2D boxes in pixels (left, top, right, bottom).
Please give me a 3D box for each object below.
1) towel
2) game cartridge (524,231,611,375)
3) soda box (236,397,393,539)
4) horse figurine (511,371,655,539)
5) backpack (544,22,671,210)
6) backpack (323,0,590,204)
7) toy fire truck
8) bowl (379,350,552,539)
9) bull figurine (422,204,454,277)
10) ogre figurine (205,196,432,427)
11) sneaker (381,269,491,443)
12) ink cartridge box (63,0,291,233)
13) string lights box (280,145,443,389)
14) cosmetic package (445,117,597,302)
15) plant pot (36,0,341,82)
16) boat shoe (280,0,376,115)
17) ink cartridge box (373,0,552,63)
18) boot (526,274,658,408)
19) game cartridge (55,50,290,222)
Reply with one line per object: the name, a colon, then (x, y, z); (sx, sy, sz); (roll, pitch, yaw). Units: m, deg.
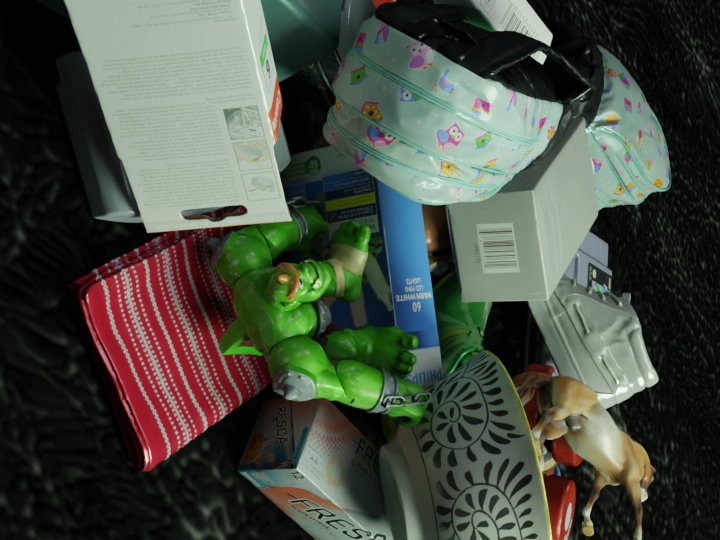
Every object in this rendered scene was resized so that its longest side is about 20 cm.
towel: (-0.120, 0.041, 0.975); (0.200, 0.022, 0.145); (-34, 110, -50)
game cartridge: (0.222, 0.047, 1.408); (0.130, 0.038, 0.201); (24, 65, -43)
soda box: (-0.008, 0.181, 1.057); (0.200, 0.063, 0.069); (48, 48, -35)
horse figurine: (0.187, 0.148, 1.126); (0.200, 0.050, 0.133); (43, 40, -15)
backpack: (0.240, -0.143, 1.392); (0.200, 0.126, 0.167); (46, 46, -41)
backpack: (0.061, -0.121, 0.952); (0.127, 0.167, 0.200); (-69, 164, 14)
toy fire truck: (0.152, 0.199, 1.243); (0.168, 0.112, 0.200); (70, 32, -54)
bowl: (0.069, 0.167, 1.003); (0.094, 0.201, 0.201); (-10, 92, -9)
bull figurine: (0.074, -0.093, 1.214); (0.121, 0.065, 0.200); (38, 59, -50)
ogre figurine: (-0.036, 0.031, 0.975); (0.120, 0.098, 0.201); (-5, 74, -42)
sneaker: (0.088, 0.082, 1.182); (0.074, 0.083, 0.200); (51, 48, -36)
ink cartridge box: (-0.110, -0.117, 0.859); (0.050, 0.109, 0.200); (-86, 169, -46)
string lights box: (0.000, 0.000, 1.070); (0.059, 0.103, 0.201); (-4, 86, -52)
cosmetic package: (0.150, -0.058, 1.203); (0.200, 0.090, 0.107); (-49, 132, -60)
plant pot: (-0.109, -0.221, 0.915); (0.200, 0.141, 0.142); (34, 46, -40)
boat shoe: (-0.014, -0.151, 1.106); (0.071, 0.091, 0.200); (-65, 146, -36)
ink cartridge box: (0.040, -0.228, 1.103); (0.161, 0.200, 0.050); (41, 69, -40)
boot: (0.219, 0.038, 1.308); (0.074, 0.095, 0.200); (49, 19, -75)
game cartridge: (-0.129, -0.108, 0.981); (0.200, 0.040, 0.134); (-25, 107, -51)
